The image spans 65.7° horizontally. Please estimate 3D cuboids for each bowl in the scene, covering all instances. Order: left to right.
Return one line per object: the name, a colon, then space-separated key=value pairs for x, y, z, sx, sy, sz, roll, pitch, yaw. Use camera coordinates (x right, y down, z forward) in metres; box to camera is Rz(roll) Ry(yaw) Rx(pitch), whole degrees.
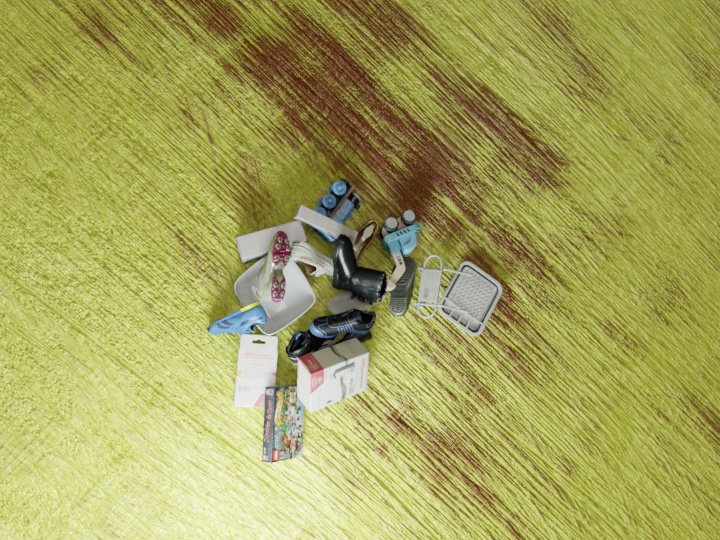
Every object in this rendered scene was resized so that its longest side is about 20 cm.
bowl: x=-0.250 y=0.064 z=1.643 sx=0.198 sy=0.075 sz=0.202 roll=-35 pitch=91 yaw=-3

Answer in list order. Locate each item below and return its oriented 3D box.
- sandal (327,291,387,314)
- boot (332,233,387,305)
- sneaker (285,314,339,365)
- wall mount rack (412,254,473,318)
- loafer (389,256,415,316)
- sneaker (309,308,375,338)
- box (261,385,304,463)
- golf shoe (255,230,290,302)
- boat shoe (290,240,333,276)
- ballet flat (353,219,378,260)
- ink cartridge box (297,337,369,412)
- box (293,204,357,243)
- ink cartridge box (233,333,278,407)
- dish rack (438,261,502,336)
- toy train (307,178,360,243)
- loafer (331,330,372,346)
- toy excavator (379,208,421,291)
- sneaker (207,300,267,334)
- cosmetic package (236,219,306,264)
sandal: x=-0.005 y=0.102 z=1.714 sx=0.199 sy=0.050 sz=0.083 roll=-16 pitch=53 yaw=-22
boot: x=0.000 y=0.000 z=1.643 sx=0.160 sy=0.201 sz=0.073 roll=18 pitch=35 yaw=19
sneaker: x=-0.132 y=0.192 z=1.637 sx=0.199 sy=0.112 sz=0.073 roll=-42 pitch=68 yaw=-14
wall mount rack: x=0.252 y=0.057 z=1.731 sx=0.171 sy=0.074 sz=0.204 roll=3 pitch=76 yaw=29
loafer: x=0.131 y=0.053 z=1.753 sx=0.074 sy=0.070 sz=0.203 roll=8 pitch=67 yaw=17
sneaker: x=-0.048 y=0.146 z=1.620 sx=0.196 sy=0.078 sz=0.071 roll=-2 pitch=53 yaw=-27
box: x=-0.217 y=0.432 z=1.588 sx=0.037 sy=0.136 sz=0.204 roll=-4 pitch=80 yaw=32
golf shoe: x=-0.252 y=-0.012 z=1.572 sx=0.075 sy=0.090 sz=0.204 roll=21 pitch=72 yaw=-53
boat shoe: x=-0.137 y=-0.016 z=1.652 sx=0.199 sy=0.070 sz=0.071 roll=37 pitch=61 yaw=-50
ballet flat: x=-0.011 y=-0.083 z=1.735 sx=0.068 sy=0.063 sz=0.201 roll=37 pitch=77 yaw=-5
ink cartridge box: x=-0.077 y=0.299 z=1.602 sx=0.197 sy=0.085 sz=0.148 roll=-17 pitch=125 yaw=-31
box: x=-0.101 y=-0.135 z=1.652 sx=0.197 sy=0.039 sz=0.042 roll=23 pitch=81 yaw=-23
ink cartridge box: x=-0.302 y=0.289 z=1.617 sx=0.114 sy=0.067 sz=0.204 roll=6 pitch=83 yaw=-12
dish rack: x=0.350 y=0.092 z=1.801 sx=0.170 sy=0.044 sz=0.202 roll=34 pitch=77 yaw=-5
toy train: x=-0.079 y=-0.187 z=1.727 sx=0.114 sy=0.086 sz=0.201 roll=39 pitch=75 yaw=-13
loafer: x=-0.046 y=0.237 z=1.681 sx=0.199 sy=0.072 sz=0.063 roll=-40 pitch=96 yaw=-17
toy excavator: x=0.118 y=-0.061 z=1.724 sx=0.192 sy=0.100 sz=0.203 roll=-22 pitch=77 yaw=-14
sneaker: x=-0.351 y=0.156 z=1.585 sx=0.198 sy=0.066 sz=0.080 roll=-24 pitch=92 yaw=22
cosmetic package: x=-0.265 y=-0.083 z=1.659 sx=0.197 sy=0.102 sz=0.075 roll=-18 pitch=85 yaw=-13
